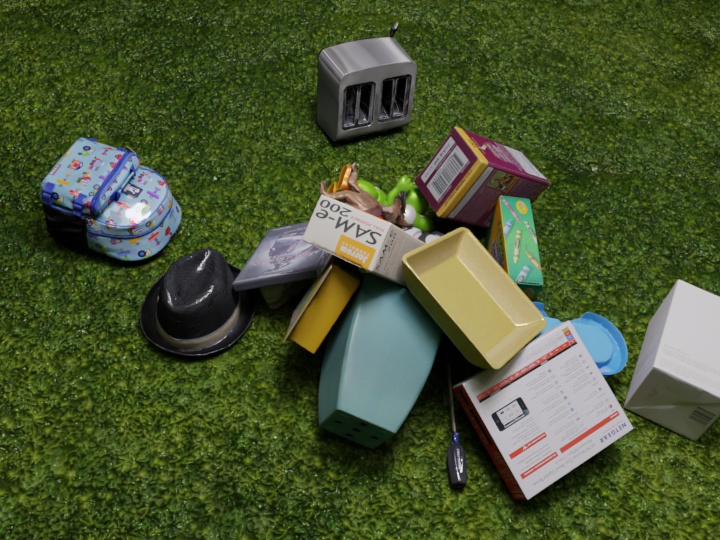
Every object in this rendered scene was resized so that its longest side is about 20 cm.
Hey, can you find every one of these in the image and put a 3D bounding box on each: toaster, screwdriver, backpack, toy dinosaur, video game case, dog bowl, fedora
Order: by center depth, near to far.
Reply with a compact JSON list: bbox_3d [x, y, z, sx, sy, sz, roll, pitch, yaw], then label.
[{"bbox_3d":[0.142,0.225,1.076,0.029,0.028,0.201,-12,49,21],"label":"screwdriver"},{"bbox_3d":[0.320,0.118,1.148,0.198,0.050,0.112,11,53,-9],"label":"dog bowl"},{"bbox_3d":[-0.258,0.035,1.148,0.199,0.092,0.202,4,49,-4],"label":"fedora"},{"bbox_3d":[0.008,-0.098,1.184,0.135,0.086,0.200,29,30,16],"label":"toy dinosaur"},{"bbox_3d":[-0.114,-0.032,1.200,0.142,0.019,0.200,-10,25,17],"label":"video game case"},{"bbox_3d":[-0.413,-0.116,1.235,0.199,0.135,0.183,20,50,7],"label":"backpack"},{"bbox_3d":[0.010,-0.374,1.473,0.180,0.201,0.119,-16,48,-21],"label":"toaster"}]

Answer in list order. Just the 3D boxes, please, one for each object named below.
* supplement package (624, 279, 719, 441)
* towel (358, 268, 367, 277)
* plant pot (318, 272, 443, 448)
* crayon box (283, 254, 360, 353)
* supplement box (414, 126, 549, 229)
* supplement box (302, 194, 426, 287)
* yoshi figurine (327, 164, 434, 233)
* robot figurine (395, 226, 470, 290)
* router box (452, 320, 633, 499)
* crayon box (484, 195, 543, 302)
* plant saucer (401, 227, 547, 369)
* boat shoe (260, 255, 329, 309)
[{"bbox_3d":[0.515,0.138,1.143,0.119,0.122,0.200,25,51,13],"label":"supplement package"},{"bbox_3d":[0.000,0.000,1.223,0.018,0.086,0.201,-19,50,10],"label":"towel"},{"bbox_3d":[0.019,0.140,1.049,0.141,0.141,0.201,25,56,-9],"label":"plant pot"},{"bbox_3d":[-0.055,0.045,1.079,0.051,0.126,0.200,33,7,-5],"label":"crayon box"},{"bbox_3d":[0.219,-0.159,1.305,0.199,0.131,0.104,10,39,-41],"label":"supplement box"},{"bbox_3d":[0.024,-0.034,1.064,0.125,0.200,0.074,25,91,29],"label":"supplement box"},{"bbox_3d":[0.046,-0.130,1.320,0.199,0.113,0.112,22,12,-18],"label":"yoshi figurine"},{"bbox_3d":[0.120,0.007,1.200,0.199,0.126,0.150,27,11,16],"label":"robot figurine"},{"bbox_3d":[0.261,0.198,1.042,0.199,0.049,0.180,-26,81,-17],"label":"router box"},{"bbox_3d":[0.260,-0.016,1.244,0.058,0.119,0.201,6,48,-2],"label":"crayon box"},{"bbox_3d":[0.159,0.044,1.056,0.200,0.048,0.200,50,37,12],"label":"plant saucer"},{"bbox_3d":[-0.095,-0.009,1.238,0.200,0.063,0.073,-34,31,-33],"label":"boat shoe"}]
